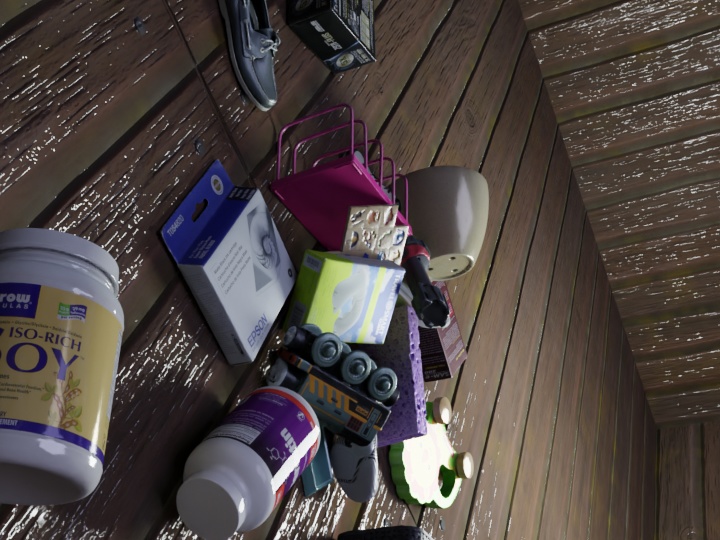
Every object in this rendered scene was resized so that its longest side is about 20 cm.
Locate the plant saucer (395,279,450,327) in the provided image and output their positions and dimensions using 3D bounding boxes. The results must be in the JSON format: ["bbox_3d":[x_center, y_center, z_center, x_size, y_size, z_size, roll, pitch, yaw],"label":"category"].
[{"bbox_3d":[0.062,0.036,1.661,0.199,0.050,0.200,39,14,-11],"label":"plant saucer"}]

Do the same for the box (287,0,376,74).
[{"bbox_3d":[-0.048,-0.466,1.679,0.163,0.085,0.203,35,48,-56],"label":"box"}]

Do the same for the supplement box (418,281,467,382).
[{"bbox_3d":[0.131,0.090,1.832,0.109,0.060,0.203,-35,110,-63],"label":"supplement box"}]

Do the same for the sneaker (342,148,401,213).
[{"bbox_3d":[0.027,-0.121,1.655,0.073,0.079,0.202,19,45,-58],"label":"sneaker"}]

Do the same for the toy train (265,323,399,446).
[{"bbox_3d":[-0.036,0.154,1.344,0.199,0.085,0.115,34,82,-31],"label":"toy train"}]

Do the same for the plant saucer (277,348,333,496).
[{"bbox_3d":[-0.074,0.206,1.383,0.070,0.019,0.203,-6,85,-65],"label":"plant saucer"}]

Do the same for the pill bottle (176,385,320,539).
[{"bbox_3d":[-0.129,0.221,1.141,0.200,0.111,0.114,-45,119,-62],"label":"pill bottle"}]

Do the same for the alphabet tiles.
[{"bbox_3d":[0.000,0.000,1.469,0.166,0.008,0.203,-6,115,-44],"label":"alphabet tiles"}]

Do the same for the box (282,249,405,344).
[{"bbox_3d":[-0.014,0.042,1.434,0.199,0.047,0.124,7,104,-48],"label":"box"}]

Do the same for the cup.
[{"bbox_3d":[0.137,-0.068,1.737,0.200,0.198,0.145,36,41,-56],"label":"cup"}]

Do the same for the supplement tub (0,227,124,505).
[{"bbox_3d":[-0.279,0.082,0.842,0.145,0.144,0.203,43,41,-51],"label":"supplement tub"}]

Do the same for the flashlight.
[{"bbox_3d":[0.097,0.019,1.578,0.201,0.067,0.069,-111,-156,-56],"label":"flashlight"}]

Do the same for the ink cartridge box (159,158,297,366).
[{"bbox_3d":[-0.160,-0.018,1.274,0.202,0.040,0.200,65,27,-26],"label":"ink cartridge box"}]

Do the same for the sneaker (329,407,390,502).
[{"bbox_3d":[0.005,0.234,1.469,0.114,0.074,0.203,5,71,-62],"label":"sneaker"}]

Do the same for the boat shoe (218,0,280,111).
[{"bbox_3d":[-0.149,-0.332,1.421,0.073,0.061,0.203,-29,105,-65],"label":"boat shoe"}]

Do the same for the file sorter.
[{"bbox_3d":[-0.025,-0.138,1.513,0.200,0.137,0.127,47,35,-48],"label":"file sorter"}]

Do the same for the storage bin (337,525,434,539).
[{"bbox_3d":[0.058,0.446,1.411,0.200,0.134,0.095,52,35,-44],"label":"storage bin"}]

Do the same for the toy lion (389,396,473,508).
[{"bbox_3d":[0.113,0.326,1.691,0.202,0.068,0.192,66,34,-25],"label":"toy lion"}]

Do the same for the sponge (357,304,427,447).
[{"bbox_3d":[0.047,0.166,1.549,0.030,0.111,0.203,17,63,-46],"label":"sponge"}]
